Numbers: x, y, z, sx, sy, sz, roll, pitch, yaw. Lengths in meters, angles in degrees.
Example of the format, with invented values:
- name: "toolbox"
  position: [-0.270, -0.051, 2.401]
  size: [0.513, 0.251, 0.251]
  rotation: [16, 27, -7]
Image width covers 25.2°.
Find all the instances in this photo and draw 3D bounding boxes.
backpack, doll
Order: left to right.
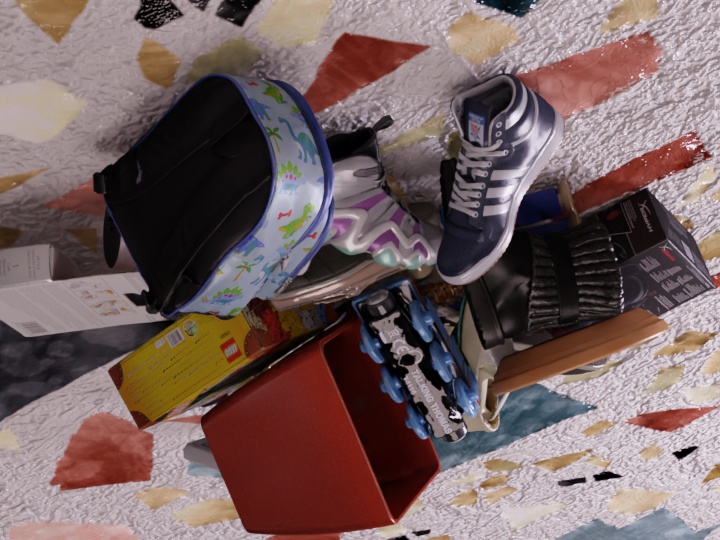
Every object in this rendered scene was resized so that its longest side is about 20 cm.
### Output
- name: "backpack"
  position: [-0.113, -0.074, 1.445]
  size: [0.147, 0.183, 0.200]
  rotation: [1, 143, -46]
- name: "doll"
  position: [0.136, -0.029, 1.716]
  size: [0.200, 0.049, 0.137]
  rotation: [-17, 126, 12]

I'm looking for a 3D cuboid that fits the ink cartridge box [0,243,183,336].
- name: "ink cartridge box"
  position: [-0.282, 0.017, 1.599]
  size: [0.173, 0.044, 0.200]
  rotation: [-8, 165, 4]

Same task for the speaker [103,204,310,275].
- name: "speaker"
  position: [-0.151, -0.038, 1.584]
  size: [0.200, 0.081, 0.081]
  rotation: [2, 147, -23]

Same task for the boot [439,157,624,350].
- name: "boot"
  position: [0.172, -0.032, 1.635]
  size: [0.158, 0.079, 0.211]
  rotation: [-18, 107, 0]

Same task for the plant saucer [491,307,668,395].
- name: "plant saucer"
  position: [0.230, 0.083, 1.725]
  size: [0.200, 0.038, 0.200]
  rotation: [-21, 176, -2]

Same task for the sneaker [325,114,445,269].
- name: "sneaker"
  position: [0.016, -0.082, 1.549]
  size: [0.200, 0.078, 0.140]
  rotation: [8, 112, -30]

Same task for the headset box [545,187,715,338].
- name: "headset box"
  position: [0.272, 0.010, 1.802]
  size: [0.200, 0.075, 0.149]
  rotation: [-30, 145, 20]

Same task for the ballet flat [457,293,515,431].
- name: "ballet flat"
  position: [0.143, 0.104, 1.809]
  size: [0.069, 0.070, 0.200]
  rotation: [-5, 127, -11]

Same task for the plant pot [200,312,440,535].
- name: "plant pot"
  position: [-0.051, 0.175, 1.717]
  size: [0.176, 0.200, 0.200]
  rotation: [-21, -177, 19]

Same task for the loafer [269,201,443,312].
- name: "loafer"
  position: [0.000, 0.000, 1.657]
  size: [0.200, 0.072, 0.063]
  rotation: [-27, 121, -8]

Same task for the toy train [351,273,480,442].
- name: "toy train"
  position: [0.060, 0.090, 1.718]
  size: [0.087, 0.114, 0.200]
  rotation: [-25, 115, 13]

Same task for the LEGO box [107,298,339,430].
- name: "LEGO box"
  position: [-0.147, 0.080, 1.725]
  size: [0.200, 0.077, 0.149]
  rotation: [-34, 172, 32]

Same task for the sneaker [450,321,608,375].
- name: "sneaker"
  position: [0.190, 0.093, 1.923]
  size: [0.200, 0.075, 0.106]
  rotation: [15, 145, -22]

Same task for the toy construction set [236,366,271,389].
- name: "toy construction set"
  position: [-0.082, 0.155, 1.884]
  size: [0.092, 0.131, 0.200]
  rotation: [-14, 148, 32]

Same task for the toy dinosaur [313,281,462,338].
- name: "toy dinosaur"
  position: [0.039, 0.067, 1.818]
  size: [0.200, 0.102, 0.136]
  rotation: [-14, 139, 44]

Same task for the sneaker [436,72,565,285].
- name: "sneaker"
  position: [0.111, -0.092, 1.520]
  size: [0.108, 0.070, 0.200]
  rotation: [39, 78, -49]

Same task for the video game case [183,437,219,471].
- name: "video game case"
  position: [-0.085, 0.233, 1.930]
  size: [0.200, 0.023, 0.182]
  rotation: [16, -171, 19]

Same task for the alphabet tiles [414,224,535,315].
- name: "alphabet tiles"
  position: [0.156, 0.004, 1.829]
  size: [0.166, 0.006, 0.200]
  rotation: [-31, 145, 28]
